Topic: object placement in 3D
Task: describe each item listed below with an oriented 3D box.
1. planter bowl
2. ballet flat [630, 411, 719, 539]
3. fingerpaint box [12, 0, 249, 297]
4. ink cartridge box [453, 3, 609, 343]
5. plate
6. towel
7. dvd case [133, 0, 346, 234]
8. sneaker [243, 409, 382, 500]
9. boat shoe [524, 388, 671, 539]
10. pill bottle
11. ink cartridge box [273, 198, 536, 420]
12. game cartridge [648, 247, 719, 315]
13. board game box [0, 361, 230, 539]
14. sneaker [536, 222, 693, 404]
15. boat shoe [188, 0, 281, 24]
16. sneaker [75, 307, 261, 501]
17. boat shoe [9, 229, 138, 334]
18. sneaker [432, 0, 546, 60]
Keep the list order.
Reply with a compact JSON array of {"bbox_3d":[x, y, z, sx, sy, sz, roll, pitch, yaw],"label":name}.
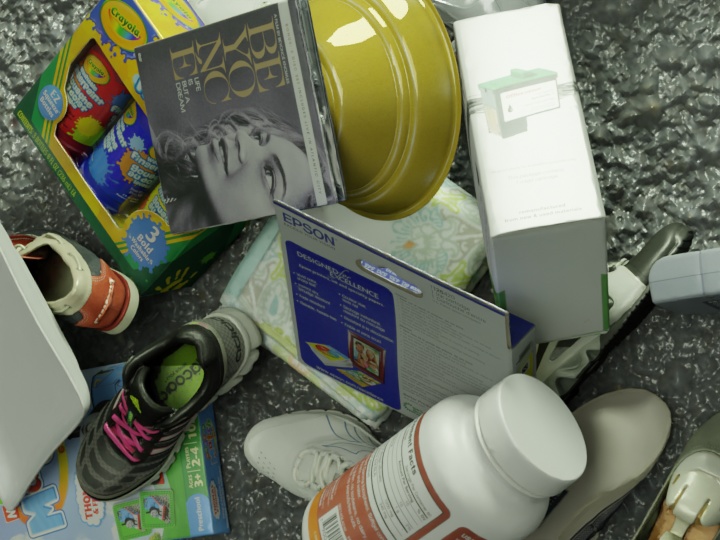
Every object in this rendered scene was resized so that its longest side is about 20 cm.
[{"bbox_3d":[-0.022,-0.129,1.486,0.200,0.083,0.202,18,114,45],"label":"planter bowl"},{"bbox_3d":[0.238,0.194,1.479,0.067,0.064,0.201,31,98,19],"label":"ballet flat"},{"bbox_3d":[-0.167,-0.110,1.621,0.167,0.073,0.200,-45,73,30],"label":"fingerpaint box"},{"bbox_3d":[0.124,-0.070,1.449,0.084,0.146,0.201,-9,54,2],"label":"ink cartridge box"},{"bbox_3d":[-0.288,0.068,1.623,0.201,0.032,0.200,59,142,15],"label":"plate"},{"bbox_3d":[0.000,0.000,1.591,0.171,0.048,0.201,36,100,16],"label":"towel"},{"bbox_3d":[-0.093,-0.111,1.491,0.199,0.016,0.150,-9,93,48],"label":"dvd case"},{"bbox_3d":[-0.005,0.158,1.561,0.199,0.087,0.075,15,94,22],"label":"sneaker"},{"bbox_3d":[0.155,0.176,1.514,0.200,0.093,0.075,-40,67,-15],"label":"boat shoe"},{"bbox_3d":[0.060,0.158,1.408,0.200,0.112,0.113,-39,74,33],"label":"pill bottle"},{"bbox_3d":[0.035,0.037,1.453,0.197,0.201,0.047,26,57,22],"label":"ink cartridge box"},{"bbox_3d":[0.312,0.001,1.425,0.199,0.133,0.041,-8,85,20],"label":"game cartridge"},{"bbox_3d":[-0.214,0.156,1.666,0.199,0.037,0.152,-11,83,21],"label":"board game box"},{"bbox_3d":[0.164,0.026,1.511,0.089,0.074,0.200,46,102,15],"label":"sneaker"},{"bbox_3d":[-0.061,-0.195,1.612,0.199,0.067,0.074,15,92,21],"label":"boat shoe"},{"bbox_3d":[-0.166,0.107,1.583,0.200,0.087,0.074,-45,74,16],"label":"sneaker"},{"bbox_3d":[-0.258,0.004,1.641,0.200,0.062,0.072,21,90,50],"label":"boat shoe"},{"bbox_3d":[0.062,-0.232,1.566,0.199,0.075,0.116,24,95,15],"label":"sneaker"}]
